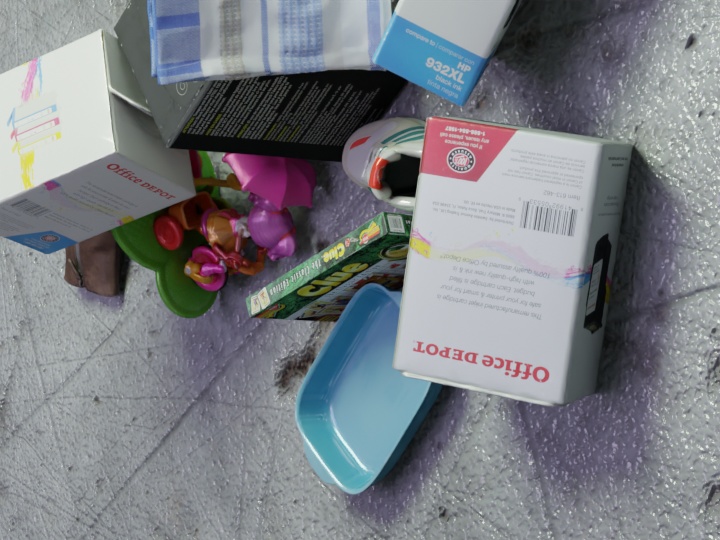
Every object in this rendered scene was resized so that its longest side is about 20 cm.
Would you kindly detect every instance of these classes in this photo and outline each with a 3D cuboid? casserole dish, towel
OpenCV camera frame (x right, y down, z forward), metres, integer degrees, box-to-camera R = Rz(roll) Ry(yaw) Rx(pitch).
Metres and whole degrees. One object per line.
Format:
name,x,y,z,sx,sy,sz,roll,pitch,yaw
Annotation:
casserole dish,0.014,0.102,1.668,0.121,0.039,0.200,51,126,32
towel,-0.071,-0.223,1.533,0.024,0.199,0.147,-123,30,-66

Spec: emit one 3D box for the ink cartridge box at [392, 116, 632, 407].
ink cartridge box,0.116,-0.009,1.481,0.145,0.083,0.201,11,98,23

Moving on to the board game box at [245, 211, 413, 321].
board game box,0.000,0.000,1.646,0.200,0.105,0.024,-31,61,46

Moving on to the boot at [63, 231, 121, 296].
boot,-0.254,-0.055,2.012,0.200,0.072,0.167,14,111,49

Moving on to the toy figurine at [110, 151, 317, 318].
toy figurine,-0.119,-0.055,1.798,0.184,0.150,0.201,-5,106,41

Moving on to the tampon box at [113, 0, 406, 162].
tampon box,-0.085,-0.194,1.687,0.126,0.200,0.150,-52,51,35

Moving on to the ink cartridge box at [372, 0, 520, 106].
ink cartridge box,0.098,-0.249,1.500,0.084,0.145,0.200,27,116,3

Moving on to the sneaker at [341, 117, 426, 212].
sneaker,0.032,-0.090,1.620,0.200,0.093,0.071,22,104,49

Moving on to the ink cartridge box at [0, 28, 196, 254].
ink cartridge box,-0.248,-0.116,1.733,0.199,0.128,0.126,-20,66,23
